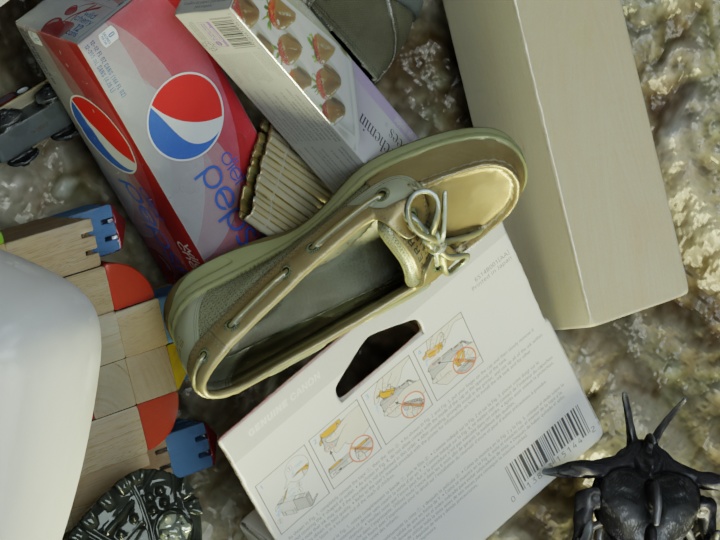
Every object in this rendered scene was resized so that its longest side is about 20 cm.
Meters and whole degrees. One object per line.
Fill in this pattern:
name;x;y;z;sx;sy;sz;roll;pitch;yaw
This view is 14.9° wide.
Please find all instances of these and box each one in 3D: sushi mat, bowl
sushi mat;0.010;-0.031;1.462;0.200;0.012;0.096;34;67;-46
bowl;-0.237;0.077;1.323;0.199;0.075;0.200;15;94;12

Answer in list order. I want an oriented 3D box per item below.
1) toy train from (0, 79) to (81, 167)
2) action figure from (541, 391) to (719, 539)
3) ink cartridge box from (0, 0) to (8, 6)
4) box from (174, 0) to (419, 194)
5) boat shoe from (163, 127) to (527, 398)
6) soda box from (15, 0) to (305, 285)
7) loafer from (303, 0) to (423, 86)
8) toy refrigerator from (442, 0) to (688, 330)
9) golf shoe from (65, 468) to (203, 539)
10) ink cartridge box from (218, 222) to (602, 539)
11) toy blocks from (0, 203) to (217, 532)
toy train;-0.177;-0.076;1.421;0.200;0.046;0.034;-35;122;-21
action figure;0.147;0.172;1.528;0.119;0.102;0.200;8;78;-15
ink cartridge box;-0.248;-0.152;1.352;0.200;0.068;0.116;-39;104;-18
box;-0.019;-0.083;1.386;0.200;0.041;0.039;47;56;-38
boat shoe;-0.002;-0.001;1.377;0.200;0.063;0.073;-26;130;-2
soda box;-0.093;-0.062;1.410;0.063;0.070;0.200;-42;124;-20
loafer;-0.046;-0.142;1.433;0.200;0.075;0.070;17;79;-40
toy refrigerator;0.111;-0.072;1.522;0.076;0.070;0.200;-18;96;-35
golf shoe;-0.142;0.189;1.399;0.077;0.088;0.200;20;94;-19
ink cartridge box;0.021;0.083;1.472;0.200;0.045;0.176;-39;126;-17
toy blocks;-0.140;0.046;1.419;0.137;0.100;0.200;-19;101;-32
